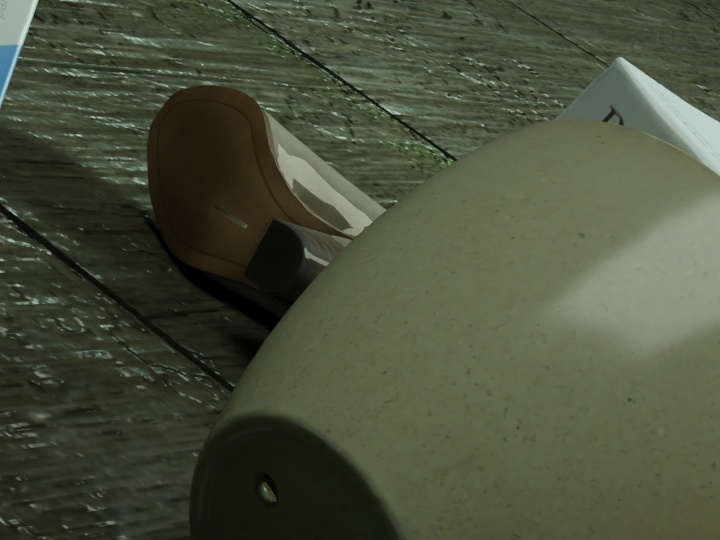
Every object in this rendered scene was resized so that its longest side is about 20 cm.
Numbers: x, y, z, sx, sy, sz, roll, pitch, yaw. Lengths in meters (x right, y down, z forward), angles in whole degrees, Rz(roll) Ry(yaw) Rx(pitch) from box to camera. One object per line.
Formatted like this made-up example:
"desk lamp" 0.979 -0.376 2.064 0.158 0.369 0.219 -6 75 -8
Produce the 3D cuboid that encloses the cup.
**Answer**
"cup" 0.033 0.069 0.860 0.143 0.201 0.200 -21 47 -39

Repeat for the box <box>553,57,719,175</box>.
"box" 0.138 0.052 1.025 0.199 0.131 0.200 49 12 22

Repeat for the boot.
"boot" 0.000 0.000 1.210 0.146 0.070 0.200 27 16 -33

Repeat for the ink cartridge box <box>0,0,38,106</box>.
"ink cartridge box" -0.216 -0.098 0.954 0.200 0.145 0.084 24 -28 -17
